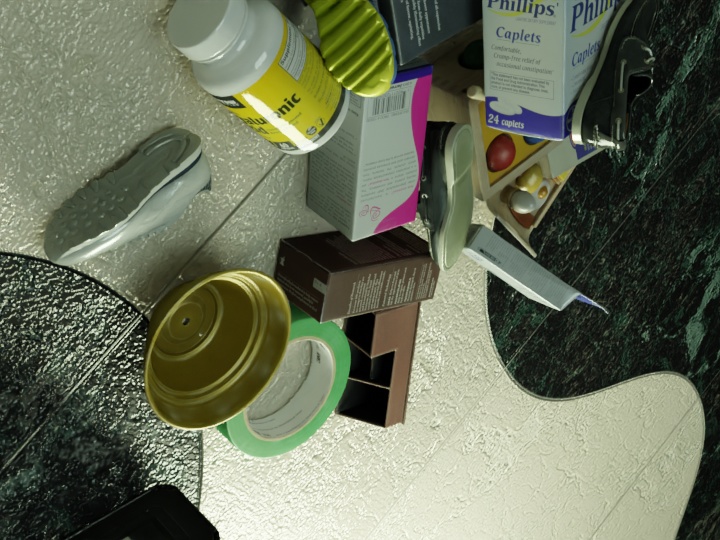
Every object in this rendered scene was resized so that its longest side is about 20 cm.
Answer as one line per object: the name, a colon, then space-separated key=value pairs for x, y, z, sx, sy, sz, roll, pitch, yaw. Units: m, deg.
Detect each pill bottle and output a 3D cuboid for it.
pill bottle: x=-0.105 y=-0.213 z=1.165 sx=0.112 sy=0.111 sz=0.200 roll=-56 pitch=139 yaw=-2

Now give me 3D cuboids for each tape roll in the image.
tape roll: x=-0.102 y=0.140 z=1.439 sx=0.199 sy=0.048 sz=0.203 roll=-24 pitch=129 yaw=-33

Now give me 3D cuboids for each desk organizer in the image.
desk organizer: x=0.021 y=0.120 z=1.534 sx=0.076 sy=0.072 sz=0.202 roll=-15 pitch=124 yaw=-35

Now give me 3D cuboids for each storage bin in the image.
storage bin: x=-0.271 y=0.364 z=1.341 sx=0.199 sy=0.135 sz=0.095 roll=-27 pitch=132 yaw=-31

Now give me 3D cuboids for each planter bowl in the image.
planter bowl: x=-0.181 y=0.074 z=1.290 sx=0.199 sy=0.083 sz=0.203 roll=-24 pitch=129 yaw=-33

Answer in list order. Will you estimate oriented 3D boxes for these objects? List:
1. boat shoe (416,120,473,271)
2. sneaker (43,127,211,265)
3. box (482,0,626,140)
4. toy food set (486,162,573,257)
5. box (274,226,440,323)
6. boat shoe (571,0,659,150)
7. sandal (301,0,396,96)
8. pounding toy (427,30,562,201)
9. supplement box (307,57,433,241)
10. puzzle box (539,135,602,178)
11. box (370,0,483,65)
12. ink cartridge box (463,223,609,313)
boat shoe: x=0.094 y=-0.093 z=1.374 sx=0.075 sy=0.065 sz=0.201 roll=-45 pitch=144 yaw=-39
sneaker: x=-0.234 y=-0.060 z=1.166 sx=0.199 sy=0.076 sz=0.081 roll=-38 pitch=145 yaw=-20
box: x=0.230 y=-0.280 z=1.289 sx=0.184 sy=0.104 sz=0.202 roll=-38 pitch=133 yaw=-42
toy food set: x=0.274 y=-0.133 z=1.635 sx=0.201 sy=0.060 sz=0.143 roll=-56 pitch=140 yaw=-2
box: x=0.000 y=0.000 z=1.413 sx=0.198 sy=0.100 sz=0.076 roll=-8 pitch=120 yaw=-42
boat shoe: x=0.302 y=-0.224 z=1.267 sx=0.202 sy=0.067 sz=0.072 roll=-65 pitch=147 yaw=-17
sandal: x=-0.021 y=-0.277 z=1.183 sx=0.079 sy=0.087 sz=0.202 roll=-26 pitch=98 yaw=17
pounding toy: x=0.167 y=-0.207 z=1.417 sx=0.183 sy=0.142 sz=0.202 roll=-36 pitch=135 yaw=-24
supplement box: x=0.008 y=-0.152 z=1.316 sx=0.100 sy=0.103 sz=0.202 roll=-18 pitch=127 yaw=-34
puzzle box: x=0.284 y=-0.244 z=1.555 sx=0.132 sy=0.025 sz=0.202 roll=-29 pitch=117 yaw=-25
box: x=0.073 y=-0.347 z=1.257 sx=0.199 sy=0.107 sz=0.150 roll=-33 pitch=131 yaw=-26
ink cartridge box: x=0.219 y=0.006 z=1.502 sx=0.041 sy=0.199 sz=0.200 roll=-57 pitch=-177 yaw=2
